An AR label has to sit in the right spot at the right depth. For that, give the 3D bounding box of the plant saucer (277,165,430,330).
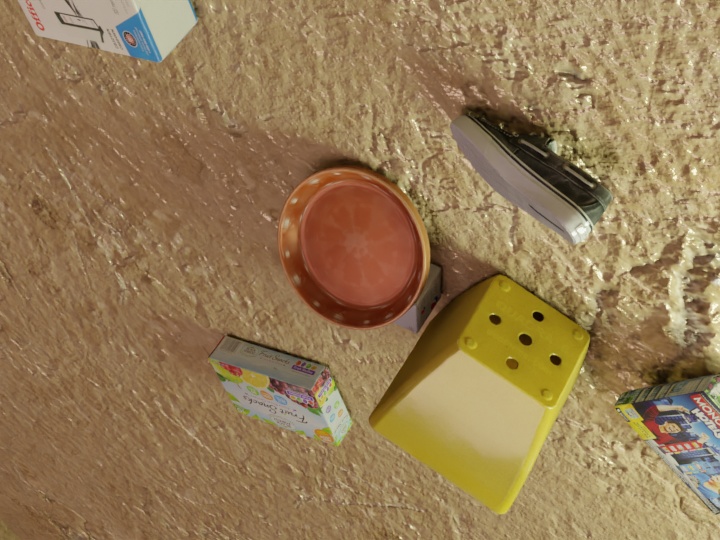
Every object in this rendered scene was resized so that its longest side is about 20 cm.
[{"bbox_3d":[-0.007,-0.028,1.742,0.199,0.032,0.202,9,111,24],"label":"plant saucer"}]

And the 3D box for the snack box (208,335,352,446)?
[{"bbox_3d":[-0.122,0.183,2.223,0.199,0.053,0.143,15,146,32],"label":"snack box"}]

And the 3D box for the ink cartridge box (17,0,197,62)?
[{"bbox_3d":[-0.302,-0.328,1.640,0.199,0.085,0.147,15,145,31],"label":"ink cartridge box"}]

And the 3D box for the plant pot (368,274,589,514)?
[{"bbox_3d":[0.159,0.128,1.730,0.199,0.200,0.177,34,140,3],"label":"plant pot"}]

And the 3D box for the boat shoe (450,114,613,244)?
[{"bbox_3d":[0.176,-0.105,1.490,0.200,0.071,0.072,43,170,29],"label":"boat shoe"}]

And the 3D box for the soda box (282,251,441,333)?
[{"bbox_3d":[0.000,0.000,1.818,0.199,0.068,0.064,24,149,20],"label":"soda box"}]

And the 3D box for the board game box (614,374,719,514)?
[{"bbox_3d":[0.427,0.188,1.658,0.200,0.062,0.199,45,148,-17],"label":"board game box"}]
